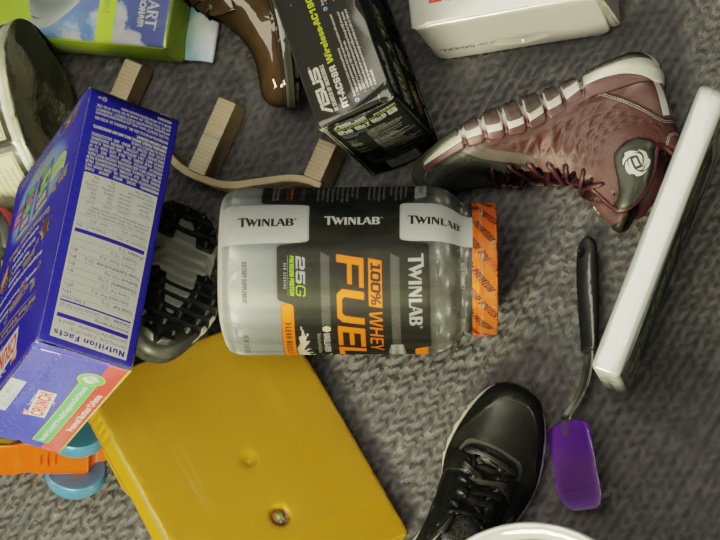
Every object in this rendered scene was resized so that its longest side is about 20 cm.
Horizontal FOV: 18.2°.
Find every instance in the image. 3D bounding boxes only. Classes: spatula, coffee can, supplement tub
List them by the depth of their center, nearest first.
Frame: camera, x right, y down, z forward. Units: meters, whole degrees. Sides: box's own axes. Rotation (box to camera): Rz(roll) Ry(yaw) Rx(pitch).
[{"bbox_3d":[0.159,0.073,1.623,0.020,0.056,0.201,13,74,-25],"label":"spatula"},{"bbox_3d":[0.000,0.000,1.623,0.199,0.123,0.123,-1,80,3],"label":"supplement tub"},{"bbox_3d":[-0.331,-0.096,1.734,0.199,0.146,0.147,-15,77,13],"label":"coffee can"}]

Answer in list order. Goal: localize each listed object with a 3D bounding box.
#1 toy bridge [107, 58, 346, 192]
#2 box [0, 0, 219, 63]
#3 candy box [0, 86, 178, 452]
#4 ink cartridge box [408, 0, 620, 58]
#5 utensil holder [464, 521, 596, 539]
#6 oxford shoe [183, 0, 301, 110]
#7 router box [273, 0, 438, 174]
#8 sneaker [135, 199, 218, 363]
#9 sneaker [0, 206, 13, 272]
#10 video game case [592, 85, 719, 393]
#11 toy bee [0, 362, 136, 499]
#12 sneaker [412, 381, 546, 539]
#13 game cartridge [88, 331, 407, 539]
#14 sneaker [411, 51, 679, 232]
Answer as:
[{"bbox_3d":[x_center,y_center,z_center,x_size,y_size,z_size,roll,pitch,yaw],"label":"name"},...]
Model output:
[{"bbox_3d":[-0.112,-0.100,1.733,0.199,0.027,0.067,23,89,19],"label":"toy bridge"},{"bbox_3d":[-0.206,-0.232,1.773,0.199,0.048,0.122,6,83,18],"label":"box"},{"bbox_3d":[-0.201,0.002,1.566,0.077,0.169,0.201,19,61,-18],"label":"candy box"},{"bbox_3d":[0.107,-0.273,1.669,0.145,0.084,0.201,-9,78,14],"label":"ink cartridge box"},{"bbox_3d":[0.134,0.260,1.510,0.169,0.200,0.171,-3,79,16],"label":"utensil holder"},{"bbox_3d":[-0.100,-0.209,1.713,0.084,0.073,0.201,-21,83,-4],"label":"oxford shoe"},{"bbox_3d":[-0.015,-0.184,1.655,0.062,0.150,0.201,-23,75,11],"label":"router box"},{"bbox_3d":[-0.146,0.030,1.633,0.066,0.200,0.091,23,114,-11],"label":"sneaker"},{"bbox_3d":[-0.263,0.043,1.721,0.071,0.098,0.201,35,121,43],"label":"sneaker"},{"bbox_3d":[0.208,-0.015,1.545,0.023,0.182,0.201,21,87,11],"label":"video game case"},{"bbox_3d":[-0.205,0.119,1.692,0.199,0.131,0.109,22,42,-17],"label":"toy bee"},{"bbox_3d":[0.080,0.177,1.591,0.076,0.088,0.201,24,90,-2],"label":"sneaker"},{"bbox_3d":[-0.086,0.143,1.630,0.176,0.032,0.200,-20,70,-31],"label":"game cartridge"},{"bbox_3d":[0.143,-0.070,1.631,0.199,0.076,0.116,-25,78,10],"label":"sneaker"}]
